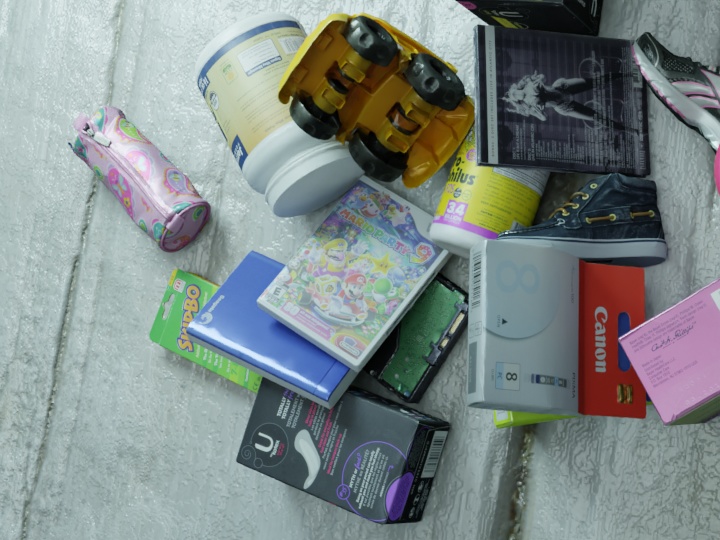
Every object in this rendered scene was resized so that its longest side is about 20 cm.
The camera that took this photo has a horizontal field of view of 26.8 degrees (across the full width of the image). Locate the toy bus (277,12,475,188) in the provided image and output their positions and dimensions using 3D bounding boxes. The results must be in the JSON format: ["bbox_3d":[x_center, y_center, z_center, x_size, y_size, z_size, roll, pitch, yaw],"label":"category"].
[{"bbox_3d":[0.015,-0.217,1.658,0.136,0.199,0.193,-49,24,26],"label":"toy bus"}]

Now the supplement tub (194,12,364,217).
[{"bbox_3d":[-0.090,-0.177,1.731,0.144,0.144,0.201,-34,73,17],"label":"supplement tub"}]

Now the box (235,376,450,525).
[{"bbox_3d":[-0.019,0.193,1.686,0.198,0.106,0.124,20,91,24],"label":"box"}]

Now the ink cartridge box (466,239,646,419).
[{"bbox_3d":[0.204,0.061,1.500,0.198,0.047,0.162,6,77,-16],"label":"ink cartridge box"}]

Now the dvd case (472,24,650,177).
[{"bbox_3d":[0.213,-0.178,1.595,0.198,0.016,0.151,3,79,-18],"label":"dvd case"}]

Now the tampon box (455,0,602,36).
[{"bbox_3d":[0.191,-0.368,1.622,0.125,0.150,0.203,7,88,24],"label":"tampon box"}]

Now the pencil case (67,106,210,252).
[{"bbox_3d":[-0.270,-0.114,1.838,0.088,0.087,0.200,-48,70,12],"label":"pencil case"}]

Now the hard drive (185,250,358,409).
[{"bbox_3d":[-0.079,0.063,1.690,0.198,0.026,0.132,23,59,27],"label":"hard drive"}]

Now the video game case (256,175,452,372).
[{"bbox_3d":[0.000,0.000,1.676,0.142,0.018,0.200,31,67,21],"label":"video game case"}]

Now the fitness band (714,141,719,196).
[{"bbox_3d":[0.445,-0.128,1.513,0.143,0.037,0.201,36,91,-5],"label":"fitness band"}]

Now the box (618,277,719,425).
[{"bbox_3d":[0.369,0.068,1.475,0.175,0.200,0.097,-33,73,18],"label":"box"}]

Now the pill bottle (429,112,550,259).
[{"bbox_3d":[0.153,-0.110,1.635,0.103,0.104,0.202,18,84,24],"label":"pill bottle"}]

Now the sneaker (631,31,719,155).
[{"bbox_3d":[0.371,-0.182,1.574,0.086,0.080,0.200,-45,82,8],"label":"sneaker"}]

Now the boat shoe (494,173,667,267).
[{"bbox_3d":[0.225,-0.050,1.587,0.198,0.071,0.092,-1,76,-16],"label":"boat shoe"}]

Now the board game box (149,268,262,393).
[{"bbox_3d":[-0.157,0.076,1.801,0.198,0.030,0.096,24,94,21],"label":"board game box"}]

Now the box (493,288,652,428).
[{"bbox_3d":[0.224,0.088,1.554,0.198,0.048,0.124,-6,81,-22],"label":"box"}]

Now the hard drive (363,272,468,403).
[{"bbox_3d":[0.021,0.039,1.720,0.199,0.038,0.141,35,99,23],"label":"hard drive"}]
